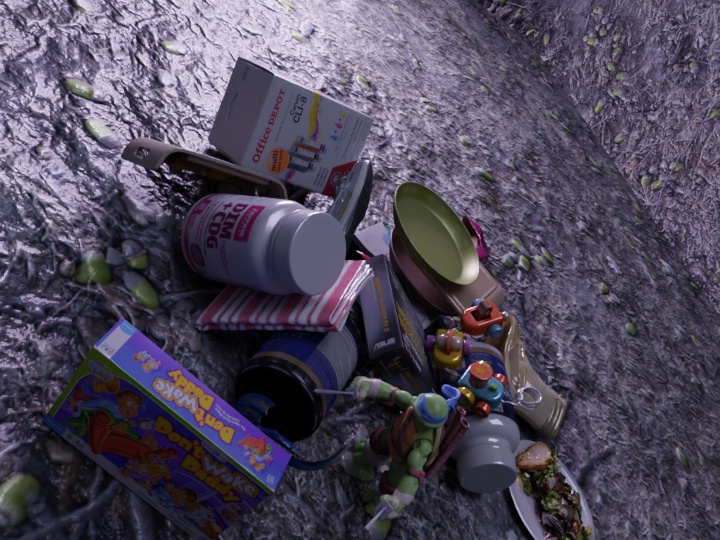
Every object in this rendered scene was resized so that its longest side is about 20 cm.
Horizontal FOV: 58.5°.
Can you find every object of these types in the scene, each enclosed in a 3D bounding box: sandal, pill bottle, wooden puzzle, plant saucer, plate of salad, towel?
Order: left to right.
[{"bbox_3d":[-0.120,-0.032,0.791,0.113,0.198,0.115,-13,107,-48],"label":"pill bottle"},{"bbox_3d":[-0.093,0.035,0.811,0.147,0.197,0.030,-56,138,-56],"label":"towel"},{"bbox_3d":[-0.063,0.109,0.802,0.112,0.112,0.200,43,33,-3],"label":"pill bottle"},{"bbox_3d":[0.000,0.000,1.026,0.200,0.075,0.045,45,30,11],"label":"sandal"},{"bbox_3d":[0.120,0.003,1.126,0.199,0.034,0.202,30,35,-24],"label":"plant saucer"},{"bbox_3d":[0.119,-0.056,1.059,0.199,0.031,0.202,32,38,-29],"label":"plant saucer"},{"bbox_3d":[0.160,0.001,1.118,0.201,0.037,0.184,55,33,5],"label":"wooden puzzle"},{"bbox_3d":[0.174,0.216,0.954,0.110,0.111,0.202,28,38,-25],"label":"pill bottle"},{"bbox_3d":[0.308,0.358,1.013,0.199,0.048,0.202,30,36,-25],"label":"plate of salad"}]

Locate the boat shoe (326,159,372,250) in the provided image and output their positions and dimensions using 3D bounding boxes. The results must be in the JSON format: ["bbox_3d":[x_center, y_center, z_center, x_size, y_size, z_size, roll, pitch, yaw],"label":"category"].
[{"bbox_3d":[-0.035,-0.085,0.997,0.064,0.204,0.075,19,-12,13],"label":"boat shoe"}]

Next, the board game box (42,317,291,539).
[{"bbox_3d":[-0.182,0.156,0.600,0.199,0.134,0.045,41,33,-7],"label":"board game box"}]

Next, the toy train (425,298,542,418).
[{"bbox_3d":[0.179,0.115,0.938,0.148,0.056,0.201,-12,45,-10],"label":"toy train"}]

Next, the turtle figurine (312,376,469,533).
[{"bbox_3d":[0.013,0.205,0.733,0.199,0.195,0.144,-34,65,-33],"label":"turtle figurine"}]

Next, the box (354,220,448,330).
[{"bbox_3d":[0.064,0.012,1.114,0.201,0.036,0.144,52,33,6],"label":"box"}]

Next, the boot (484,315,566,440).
[{"bbox_3d":[0.295,0.189,1.152,0.155,0.073,0.201,37,36,-14],"label":"boot"}]

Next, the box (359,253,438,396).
[{"bbox_3d":[0.056,0.100,0.917,0.201,0.048,0.160,60,16,-47],"label":"box"}]

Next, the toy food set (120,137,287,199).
[{"bbox_3d":[-0.215,-0.127,0.891,0.198,0.061,0.143,13,6,-38],"label":"toy food set"}]

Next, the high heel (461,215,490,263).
[{"bbox_3d":[0.218,-0.055,1.325,0.097,0.067,0.200,57,19,-1],"label":"high heel"}]

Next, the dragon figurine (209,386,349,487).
[{"bbox_3d":[-0.111,0.167,0.652,0.059,0.198,0.100,-47,115,-40],"label":"dragon figurine"}]

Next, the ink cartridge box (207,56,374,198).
[{"bbox_3d":[-0.112,-0.223,1.024,0.198,0.147,0.144,13,17,-39],"label":"ink cartridge box"}]
